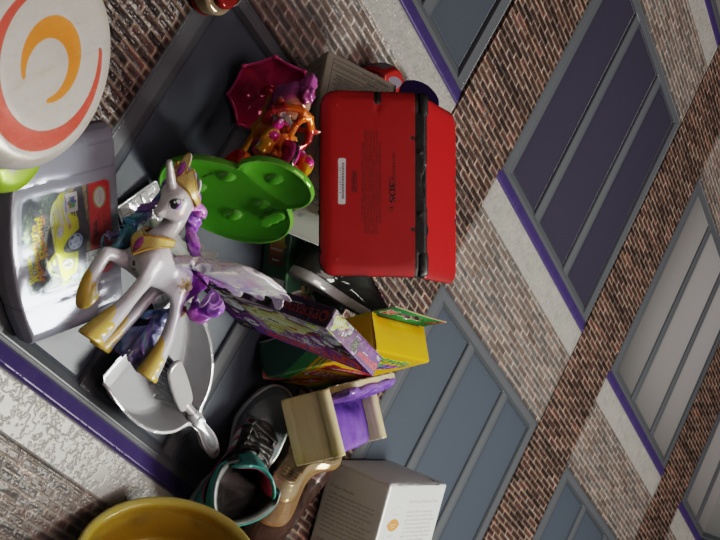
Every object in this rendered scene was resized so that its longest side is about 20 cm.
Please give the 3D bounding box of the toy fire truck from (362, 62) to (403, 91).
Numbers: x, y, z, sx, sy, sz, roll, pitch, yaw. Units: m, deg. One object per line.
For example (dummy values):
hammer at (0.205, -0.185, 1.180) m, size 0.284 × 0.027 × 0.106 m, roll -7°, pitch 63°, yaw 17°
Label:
toy fire truck at (0.055, -0.191, 1.605) m, size 0.141 × 0.049 × 0.201 m, roll -44°, pitch 134°, yaw -37°

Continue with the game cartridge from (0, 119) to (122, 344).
game cartridge at (-0.293, -0.035, 1.196) m, size 0.133 × 0.041 × 0.202 m, roll -21°, pitch 119°, yaw -44°

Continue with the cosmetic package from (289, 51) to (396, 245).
cosmetic package at (-0.030, -0.134, 1.412) m, size 0.103 × 0.073 × 0.201 m, roll 23°, pitch 65°, yaw -27°

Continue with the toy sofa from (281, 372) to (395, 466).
toy sofa at (-0.016, 0.182, 1.536) m, size 0.200 × 0.097 × 0.083 m, roll 4°, pitch 73°, yaw -74°

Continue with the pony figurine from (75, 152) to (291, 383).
pony figurine at (-0.185, 0.004, 1.229) m, size 0.201 × 0.166 × 0.193 m, roll -59°, pitch 146°, yaw -12°

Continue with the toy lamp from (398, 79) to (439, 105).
toy lamp at (0.033, -0.143, 1.511) m, size 0.058 × 0.058 × 0.200 m, roll -37°, pitch 167°, yaw -41°

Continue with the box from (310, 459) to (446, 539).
box at (0.015, 0.374, 1.717) m, size 0.152 × 0.106 × 0.202 m, roll 14°, pitch 92°, yaw -55°

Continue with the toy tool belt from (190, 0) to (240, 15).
toy tool belt at (-0.124, -0.348, 1.231) m, size 0.125 × 0.122 × 0.201 m, roll -31°, pitch 127°, yaw -44°

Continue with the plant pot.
plant pot at (-0.219, 0.382, 1.338) m, size 0.200 × 0.200 × 0.190 m, roll -26°, pitch 138°, yaw -47°

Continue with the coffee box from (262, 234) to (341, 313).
coffee box at (-0.064, -0.034, 1.504) m, size 0.123 × 0.044 × 0.202 m, roll -9°, pitch 110°, yaw -52°

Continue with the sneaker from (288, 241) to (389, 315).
sneaker at (0.000, 0.000, 1.504) m, size 0.200 × 0.070 × 0.100 m, roll 35°, pitch 80°, yaw -49°

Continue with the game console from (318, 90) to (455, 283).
game console at (0.033, -0.089, 1.380) m, size 0.119 × 0.171 × 0.202 m, roll 146°, pitch -55°, yaw -81°

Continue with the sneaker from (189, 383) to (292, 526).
sneaker at (-0.126, 0.220, 1.444) m, size 0.083 × 0.121 × 0.201 m, roll 35°, pitch 71°, yaw -17°

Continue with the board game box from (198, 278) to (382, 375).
board game box at (-0.082, 0.054, 1.378) m, size 0.120 × 0.199 × 0.032 m, roll 42°, pitch 70°, yaw -51°

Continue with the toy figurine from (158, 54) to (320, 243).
toy figurine at (-0.099, -0.151, 1.315) m, size 0.150 × 0.199 × 0.185 m, roll 37°, pitch 58°, yaw -30°

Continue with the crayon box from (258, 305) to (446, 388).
crayon box at (-0.007, 0.095, 1.498) m, size 0.127 × 0.199 × 0.051 m, roll 17°, pitch 61°, yaw -54°

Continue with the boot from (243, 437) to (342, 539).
boot at (-0.102, 0.301, 1.576) m, size 0.167 × 0.072 × 0.200 m, roll -63°, pitch 168°, yaw 18°

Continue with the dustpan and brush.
dustpan and brush at (-0.198, 0.142, 1.370) m, size 0.140 × 0.057 × 0.201 m, roll -51°, pitch 150°, yaw -29°

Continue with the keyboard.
keyboard at (-0.213, -0.001, 1.340) m, size 0.056 × 0.011 × 0.201 m, roll -45°, pitch 135°, yaw -36°

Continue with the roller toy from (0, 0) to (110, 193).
roller toy at (-0.310, -0.186, 1.023) m, size 0.201 × 0.139 × 0.183 m, roll -65°, pitch 155°, yaw -17°
